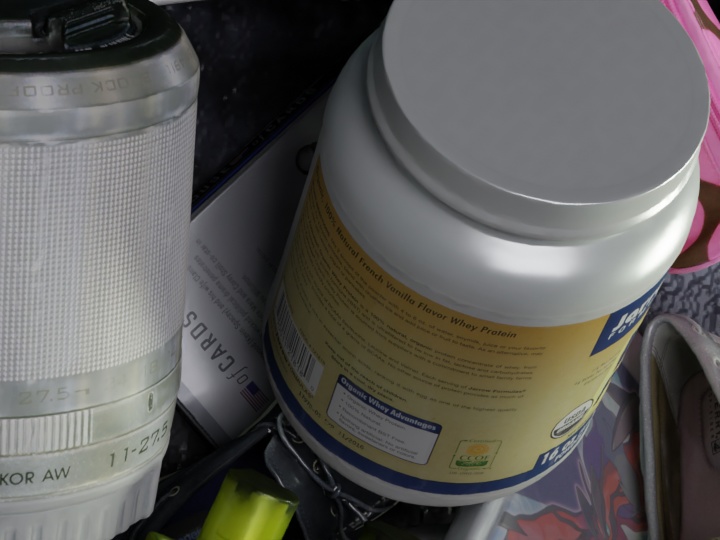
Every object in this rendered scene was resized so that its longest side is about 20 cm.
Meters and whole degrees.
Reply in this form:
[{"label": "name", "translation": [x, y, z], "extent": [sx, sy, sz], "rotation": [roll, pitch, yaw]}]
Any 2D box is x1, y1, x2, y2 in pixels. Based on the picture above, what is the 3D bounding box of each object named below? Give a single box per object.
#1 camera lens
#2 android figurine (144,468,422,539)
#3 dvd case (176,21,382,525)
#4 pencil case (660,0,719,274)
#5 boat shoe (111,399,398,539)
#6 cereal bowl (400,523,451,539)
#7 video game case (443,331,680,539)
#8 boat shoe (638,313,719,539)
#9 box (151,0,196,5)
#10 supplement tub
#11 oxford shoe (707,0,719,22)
[{"label": "camera lens", "translation": [-0.144, -0.010, 0.940], "extent": [0.160, 0.160, 0.200], "rotation": [-3, 111, -22]}, {"label": "android figurine", "translation": [-0.051, 0.182, 0.973], "extent": [0.182, 0.041, 0.200], "rotation": [25, 94, -20]}, {"label": "dvd case", "translation": [0.000, 0.000, 1.085], "extent": [0.200, 0.025, 0.150], "rotation": [-43, 111, -11]}, {"label": "pencil case", "translation": [0.111, -0.095, 1.012], "extent": [0.091, 0.094, 0.200], "rotation": [-35, 118, -4]}, {"label": "boat shoe", "translation": [-0.028, 0.090, 1.042], "extent": [0.200, 0.062, 0.075], "rotation": [-28, 106, -18]}, {"label": "cereal bowl", "translation": [0.023, 0.206, 1.086], "extent": [0.200, 0.083, 0.200], "rotation": [-1, 92, -27]}, {"label": "video game case", "translation": [0.121, 0.129, 1.085], "extent": [0.182, 0.023, 0.200], "rotation": [51, 39, -17]}, {"label": "boat shoe", "translation": [0.149, 0.108, 1.055], "extent": [0.065, 0.074, 0.202], "rotation": [35, 41, -32]}, {"label": "box", "translation": [-0.059, -0.185, 1.031], "extent": [0.200, 0.036, 0.144], "rotation": [-9, 101, -22]}, {"label": "supplement tub", "translation": [0.046, -0.015, 0.963], "extent": [0.144, 0.200, 0.144], "rotation": [7, 54, -10]}, {"label": "oxford shoe", "translation": [0.184, -0.134, 1.110], "extent": [0.200, 0.071, 0.071], "rotation": [-29, 105, -12]}]
